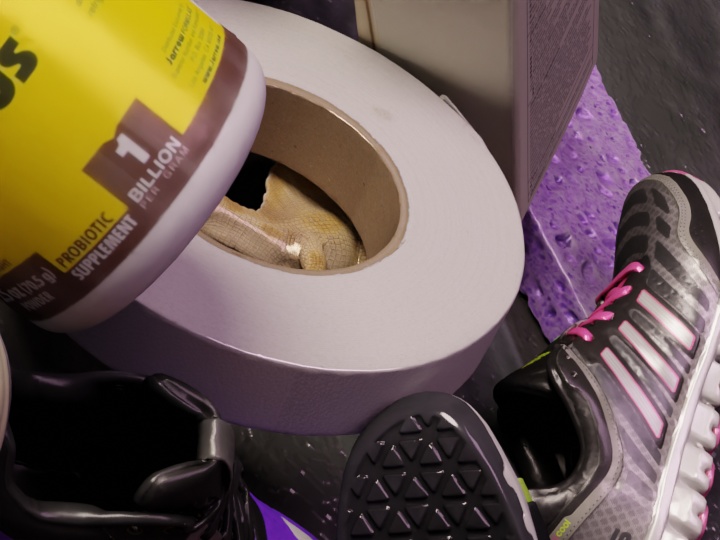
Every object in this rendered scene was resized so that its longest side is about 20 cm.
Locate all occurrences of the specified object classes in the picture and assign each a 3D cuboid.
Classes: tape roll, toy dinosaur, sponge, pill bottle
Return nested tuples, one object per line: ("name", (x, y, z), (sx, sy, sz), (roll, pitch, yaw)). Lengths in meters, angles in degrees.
("tape roll", (-0.037, -0.025, 0.860), (0.202, 0.037, 0.203), (16, 39, -13))
("toy dinosaur", (0.000, 0.000, 0.924), (0.199, 0.058, 0.101), (9, 52, -43))
("sponge", (0.103, -0.022, 1.078), (0.111, 0.030, 0.201), (-10, 67, -50))
("pill bottle", (-0.132, -0.078, 0.692), (0.200, 0.109, 0.109), (38, 38, -20))

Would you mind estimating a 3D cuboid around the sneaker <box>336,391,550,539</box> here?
("sneaker", (0.048, 0.131, 0.843), (0.083, 0.071, 0.201), (-57, 130, -67))

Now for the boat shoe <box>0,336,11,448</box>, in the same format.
("boat shoe", (-0.140, 0.095, 0.628), (0.075, 0.072, 0.201), (5, 78, -4))

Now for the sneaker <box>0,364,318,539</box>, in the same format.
("sneaker", (-0.064, 0.080, 0.746), (0.200, 0.099, 0.070), (22, 45, -39))

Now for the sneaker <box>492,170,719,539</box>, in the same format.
("sneaker", (0.102, 0.040, 0.965), (0.087, 0.074, 0.201), (18, 65, -13))

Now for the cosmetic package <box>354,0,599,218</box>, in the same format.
("cosmetic package", (0.049, -0.120, 0.943), (0.073, 0.200, 0.104), (17, 59, 16))
